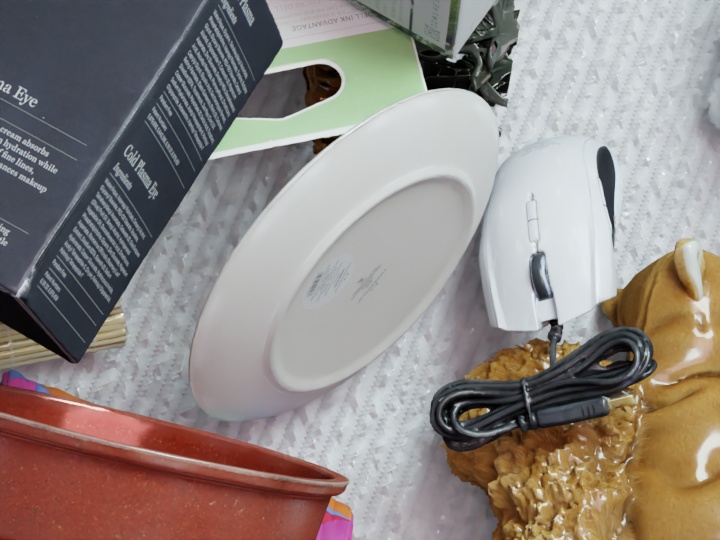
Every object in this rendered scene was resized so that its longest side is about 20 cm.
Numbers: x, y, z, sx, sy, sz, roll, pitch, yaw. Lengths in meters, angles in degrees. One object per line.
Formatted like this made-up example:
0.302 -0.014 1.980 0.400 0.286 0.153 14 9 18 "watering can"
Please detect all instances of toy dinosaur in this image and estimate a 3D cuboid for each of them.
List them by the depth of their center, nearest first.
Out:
0.013 -0.123 1.233 0.135 0.102 0.200 8 97 1 "toy dinosaur"

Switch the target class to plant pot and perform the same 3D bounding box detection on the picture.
-0.124 0.159 1.009 0.200 0.201 0.196 14 89 -12 "plant pot"

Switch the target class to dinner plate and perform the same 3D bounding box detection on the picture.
0.000 0.000 1.145 0.200 0.200 0.024 -39 62 -17 "dinner plate"

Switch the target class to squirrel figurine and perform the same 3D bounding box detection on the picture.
0.144 0.079 1.200 0.200 0.142 0.187 1 75 -17 "squirrel figurine"

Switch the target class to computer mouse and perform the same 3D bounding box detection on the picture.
0.089 -0.004 1.192 0.110 0.044 0.200 -17 43 20 "computer mouse"

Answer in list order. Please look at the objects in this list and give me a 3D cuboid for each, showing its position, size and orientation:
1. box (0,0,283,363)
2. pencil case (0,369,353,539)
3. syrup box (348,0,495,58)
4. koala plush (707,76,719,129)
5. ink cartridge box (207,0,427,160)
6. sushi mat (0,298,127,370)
-0.169 -0.091 1.075 0.200 0.104 0.182 29 78 17 "box"
-0.103 0.117 1.155 0.200 0.088 0.089 23 76 -8 "pencil case"
-0.019 -0.191 1.121 0.200 0.079 0.081 31 71 10 "syrup box"
0.277 -0.146 1.255 0.200 0.177 0.184 -45 104 -21 "koala plush"
-0.056 -0.143 1.167 0.145 0.048 0.200 -11 71 -6 "ink cartridge box"
-0.213 0.013 1.146 0.200 0.012 0.096 -11 118 -12 "sushi mat"
